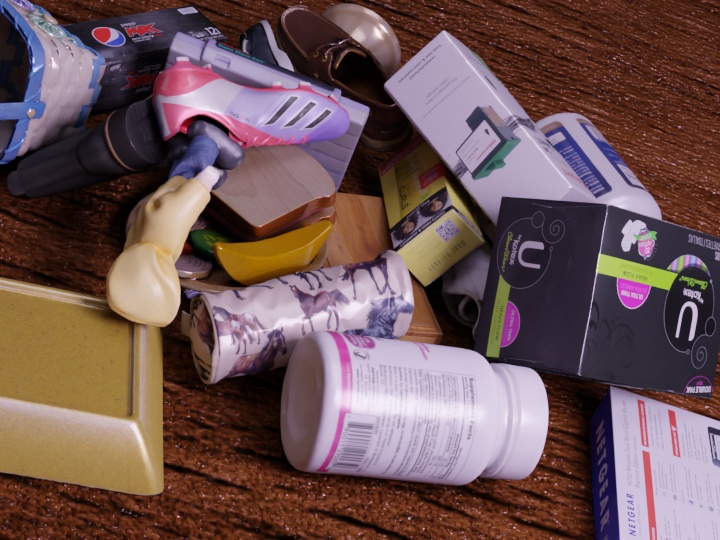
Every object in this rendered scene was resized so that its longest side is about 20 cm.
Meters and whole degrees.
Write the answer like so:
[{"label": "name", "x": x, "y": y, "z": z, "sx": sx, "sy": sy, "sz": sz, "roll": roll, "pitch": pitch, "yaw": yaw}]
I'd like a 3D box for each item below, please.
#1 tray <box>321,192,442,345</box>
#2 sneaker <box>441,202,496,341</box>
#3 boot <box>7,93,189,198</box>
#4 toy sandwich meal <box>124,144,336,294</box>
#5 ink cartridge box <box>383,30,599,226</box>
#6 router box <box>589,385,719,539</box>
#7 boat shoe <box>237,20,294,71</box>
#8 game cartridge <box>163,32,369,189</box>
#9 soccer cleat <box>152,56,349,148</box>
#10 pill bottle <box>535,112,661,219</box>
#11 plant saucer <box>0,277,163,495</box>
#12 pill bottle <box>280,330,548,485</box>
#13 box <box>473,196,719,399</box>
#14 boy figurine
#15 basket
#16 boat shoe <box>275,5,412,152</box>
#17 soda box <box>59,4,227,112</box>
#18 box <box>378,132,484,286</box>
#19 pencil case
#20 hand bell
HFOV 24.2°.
[{"label": "tray", "x": 0.000, "y": 0.000, "z": 1.568, "sx": 0.098, "sy": 0.037, "sz": 0.200, "roll": 5, "pitch": 39, "yaw": -24}, {"label": "sneaker", "x": 0.107, "y": 0.001, "z": 1.599, "sx": 0.080, "sy": 0.077, "sz": 0.200, "roll": -33, "pitch": 32, "yaw": -1}, {"label": "boot", "x": -0.224, "y": -0.115, "z": 1.548, "sx": 0.200, "sy": 0.138, "sz": 0.078, "roll": -12, "pitch": 83, "yaw": -68}, {"label": "toy sandwich meal", "x": -0.112, "y": -0.049, "z": 1.510, "sx": 0.204, "sy": 0.071, "sz": 0.206, "roll": 7, "pitch": 34, "yaw": -5}, {"label": "ink cartridge box", "x": 0.129, "y": -0.118, "z": 1.614, "sx": 0.200, "sy": 0.084, "sz": 0.146, "roll": 52, "pitch": 12, "yaw": 14}, {"label": "router box", "x": 0.291, "y": 0.204, "z": 1.450, "sx": 0.179, "sy": 0.049, "sz": 0.200, "roll": 18, "pitch": 35, "yaw": -7}, {"label": "boat shoe", "x": -0.109, "y": -0.208, "z": 1.740, "sx": 0.060, "sy": 0.076, "sz": 0.200, "roll": -15, "pitch": 22, "yaw": -8}, {"label": "game cartridge", "x": -0.099, "y": -0.152, "z": 1.631, "sx": 0.199, "sy": 0.130, "sz": 0.039, "roll": 21, "pitch": 50, "yaw": -3}, {"label": "soccer cleat", "x": -0.098, "y": -0.135, "z": 1.519, "sx": 0.199, "sy": 0.067, "sz": 0.077, "roll": 12, "pitch": 64, "yaw": -33}, {"label": "pill bottle", "x": 0.238, "y": -0.061, "z": 1.719, "sx": 0.110, "sy": 0.111, "sz": 0.200, "roll": -1, "pitch": 41, "yaw": -30}, {"label": "plant saucer", "x": -0.246, "y": 0.075, "z": 1.316, "sx": 0.199, "sy": 0.049, "sz": 0.200, "roll": 12, "pitch": 35, "yaw": -16}, {"label": "pill bottle", "x": 0.044, "y": 0.116, "z": 1.370, "sx": 0.199, "sy": 0.114, "sz": 0.114, "roll": 8, "pitch": 37, "yaw": -21}, {"label": "box", "x": 0.218, "y": 0.025, "z": 1.482, "sx": 0.124, "sy": 0.149, "sz": 0.199, "roll": 8, "pitch": -3, "yaw": 45}, {"label": "boy figurine", "x": -0.154, "y": -0.039, "z": 1.391, "sx": 0.064, "sy": 0.124, "sz": 0.201, "roll": 31, "pitch": 43, "yaw": -15}, {"label": "basket", "x": -0.349, "y": -0.183, "z": 1.516, "sx": 0.176, "sy": 0.140, "sz": 0.199, "roll": 38, "pitch": 32, "yaw": 31}, {"label": "boat shoe", "x": -0.015, "y": -0.208, "z": 1.706, "sx": 0.072, "sy": 0.068, "sz": 0.200, "roll": -31, "pitch": 63, "yaw": -18}, {"label": "soda box", "x": -0.233, "y": -0.211, "z": 1.683, "sx": 0.199, "sy": 0.071, "sz": 0.063, "roll": -18, "pitch": 52, "yaw": -43}, {"label": "box", "x": 0.065, "y": -0.066, "z": 1.621, "sx": 0.050, "sy": 0.075, "sz": 0.200, "roll": 46, "pitch": 17, "yaw": -23}, {"label": "pencil case", "x": -0.050, "y": 0.036, "z": 1.418, "sx": 0.199, "sy": 0.078, "sz": 0.089, "roll": -12, "pitch": 36, "yaw": -22}, {"label": "hand bell", "x": -0.043, "y": -0.185, "z": 1.768, "sx": 0.104, "sy": 0.104, "sz": 0.200, "roll": 27, "pitch": 47, "yaw": 6}]
